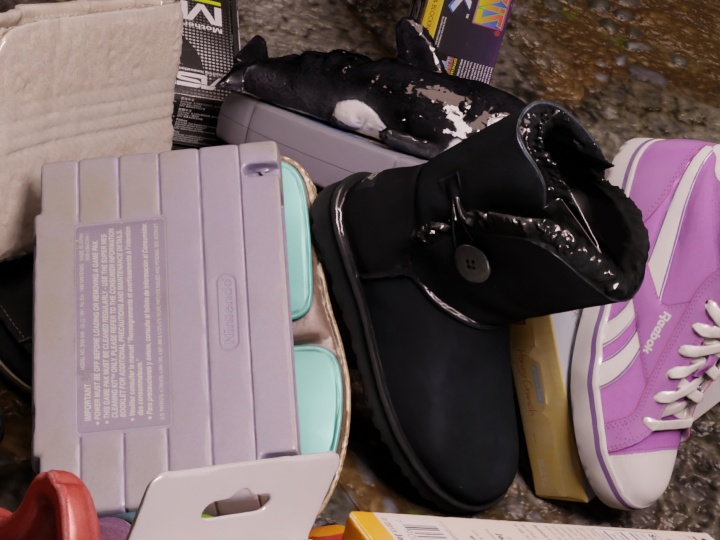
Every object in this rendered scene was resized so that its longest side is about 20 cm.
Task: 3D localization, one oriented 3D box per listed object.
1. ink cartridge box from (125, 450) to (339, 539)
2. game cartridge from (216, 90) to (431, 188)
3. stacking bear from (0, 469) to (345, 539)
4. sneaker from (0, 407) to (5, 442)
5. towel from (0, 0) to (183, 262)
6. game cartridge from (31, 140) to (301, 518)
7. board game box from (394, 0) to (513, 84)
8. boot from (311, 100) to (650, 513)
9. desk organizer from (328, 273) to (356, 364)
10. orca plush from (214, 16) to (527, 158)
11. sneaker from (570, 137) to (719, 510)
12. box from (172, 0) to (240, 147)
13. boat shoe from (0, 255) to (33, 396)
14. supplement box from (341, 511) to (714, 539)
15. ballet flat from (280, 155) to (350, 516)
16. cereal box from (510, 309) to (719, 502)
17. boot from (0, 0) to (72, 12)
[{"bbox_3d":[-0.056,0.176,0.750,0.067,0.201,0.116,34,21,33],"label":"ink cartridge box"},{"bbox_3d":[0.014,-0.064,1.151,0.200,0.042,0.133,24,10,39],"label":"game cartridge"},{"bbox_3d":[-0.066,0.157,0.871,0.199,0.121,0.114,6,70,-33],"label":"stacking bear"},{"bbox_3d":[-0.249,0.026,0.987,0.079,0.075,0.200,0,47,-44],"label":"sneaker"},{"bbox_3d":[-0.161,-0.079,1.058,0.034,0.133,0.200,14,16,24],"label":"towel"},{"bbox_3d":[-0.097,0.031,0.951,0.129,0.038,0.201,-7,59,4],"label":"game cartridge"},{"bbox_3d":[0.071,-0.200,1.244,0.057,0.201,0.165,15,18,-3],"label":"board game box"},{"bbox_3d":[0.074,0.025,0.976,0.076,0.168,0.201,-29,100,-43],"label":"boot"},{"bbox_3d":[0.000,0.000,1.114,0.199,0.072,0.077,24,36,5],"label":"desk organizer"},{"bbox_3d":[0.020,-0.115,1.130,0.200,0.071,0.105,21,12,28],"label":"orca plush"},{"bbox_3d":[0.176,0.034,1.006,0.114,0.201,0.073,10,9,41],"label":"sneaker"},{"bbox_3d":[-0.178,-0.165,1.251,0.199,0.048,0.193,9,38,-13],"label":"box"},{"bbox_3d":[-0.135,0.048,1.005,0.074,0.062,0.200,-21,52,-38],"label":"boat shoe"},{"bbox_3d":[0.076,0.181,0.854,0.199,0.126,0.074,8,19,-29],"label":"supplement box"},{"bbox_3d":[-0.042,0.040,1.027,0.070,0.065,0.201,1,78,-5],"label":"ballet flat"},{"bbox_3d":[0.157,0.026,1.101,0.039,0.144,0.200,2,21,42],"label":"cereal box"},{"bbox_3d":[-0.228,-0.147,1.138,0.174,0.069,0.200,28,37,17],"label":"boot"}]
